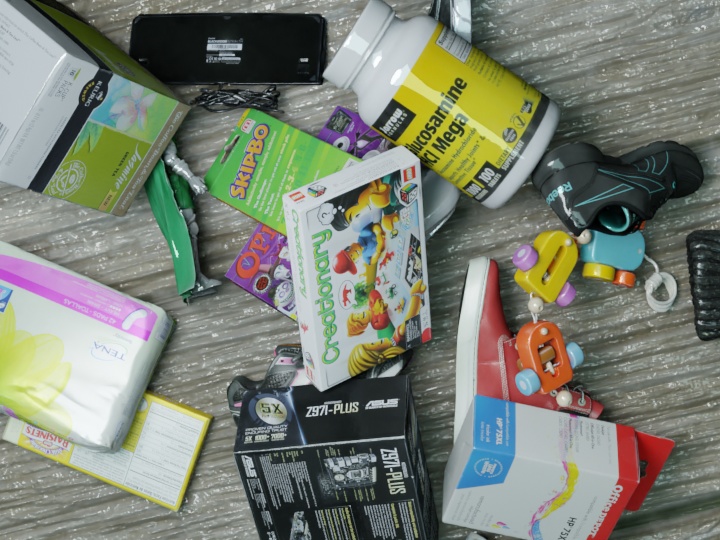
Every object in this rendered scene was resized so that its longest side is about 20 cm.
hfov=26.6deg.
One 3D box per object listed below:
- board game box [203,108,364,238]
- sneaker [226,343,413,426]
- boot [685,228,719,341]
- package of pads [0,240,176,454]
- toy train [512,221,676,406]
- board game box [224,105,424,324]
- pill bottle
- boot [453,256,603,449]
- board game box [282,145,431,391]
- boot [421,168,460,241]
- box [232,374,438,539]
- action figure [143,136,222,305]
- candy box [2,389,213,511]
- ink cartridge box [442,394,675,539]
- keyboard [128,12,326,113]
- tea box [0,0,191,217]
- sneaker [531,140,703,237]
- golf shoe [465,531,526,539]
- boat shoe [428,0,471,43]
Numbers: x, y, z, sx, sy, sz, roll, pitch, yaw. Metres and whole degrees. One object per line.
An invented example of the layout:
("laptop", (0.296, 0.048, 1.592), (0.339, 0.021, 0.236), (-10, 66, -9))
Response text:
("board game box", (-0.065, -0.083, 1.441), (0.199, 0.030, 0.096), (29, 85, 39))
("sneaker", (-0.047, 0.105, 1.485), (0.198, 0.080, 0.087), (-27, 91, 9))
("boot", (0.390, 0.055, 1.410), (0.156, 0.079, 0.214), (-11, 83, 3))
("package of pads", (-0.303, 0.079, 1.507), (0.198, 0.068, 0.156), (21, 78, 7))
("toy train", (0.200, 0.026, 1.424), (0.199, 0.055, 0.152), (-31, 107, -27))
("board game box", (-0.032, -0.051, 1.436), (0.120, 0.032, 0.201), (27, 82, 45))
("pill bottle", (0.070, -0.153, 1.358), (0.199, 0.113, 0.113), (33, 100, -6))
("boot", (0.162, 0.086, 1.458), (0.142, 0.072, 0.203), (1, 104, 8))
("board game box", (0.000, 0.000, 1.366), (0.125, 0.035, 0.202), (-24, 130, -23))
("boot", (0.026, -0.013, 1.461), (0.199, 0.074, 0.096), (-32, 132, 15))
("box", (-0.019, 0.207, 1.442), (0.161, 0.087, 0.202), (-6, 126, 9))
("action figure", (-0.181, -0.073, 1.487), (0.054, 0.118, 0.203), (-14, 84, -16))
("candy box", (-0.257, 0.160, 1.548), (0.198, 0.026, 0.103), (22, 98, 6))
("ink cartridge box", (0.185, 0.196, 1.422), (0.197, 0.068, 0.117), (12, 133, -5))
("keyboard", (-0.131, -0.200, 1.498), (0.197, 0.040, 0.106), (2, 73, 10))
("tea box", (-0.301, -0.170, 1.408), (0.200, 0.196, 0.134), (39, 101, 28))
("sneaker", (0.241, -0.067, 1.380), (0.076, 0.198, 0.080), (-51, 54, 45))
("golf shoe", (0.105, 0.310, 1.496), (0.197, 0.078, 0.098), (-15, 76, 4))
("boat shoe", (0.069, -0.201, 1.440), (0.067, 0.074, 0.202), (1, 107, -2))
